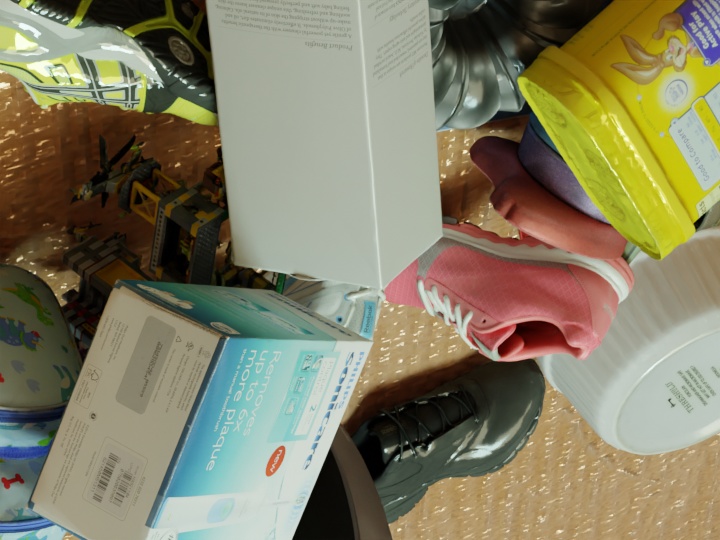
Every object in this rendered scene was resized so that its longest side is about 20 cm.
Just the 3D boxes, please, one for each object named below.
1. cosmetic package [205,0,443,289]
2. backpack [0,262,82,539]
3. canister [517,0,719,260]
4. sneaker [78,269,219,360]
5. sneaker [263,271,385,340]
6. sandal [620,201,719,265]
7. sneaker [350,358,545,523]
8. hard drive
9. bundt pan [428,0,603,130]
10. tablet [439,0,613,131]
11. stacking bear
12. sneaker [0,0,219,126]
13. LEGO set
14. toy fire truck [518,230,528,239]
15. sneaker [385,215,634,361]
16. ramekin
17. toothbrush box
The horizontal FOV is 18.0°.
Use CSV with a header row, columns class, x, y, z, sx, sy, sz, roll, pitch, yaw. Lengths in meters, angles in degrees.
class,x,y,z,sx,sy,sz,roll,pitch,yaw
cosmetic package,-0.021,-0.101,1.296,0.085,0.107,0.202,-41,134,-50
backpack,-0.255,0.091,1.377,0.182,0.201,0.147,7,133,-39
canister,0.212,-0.126,1.378,0.200,0.087,0.149,-41,125,-6
sneaker,-0.149,0.078,1.533,0.199,0.088,0.075,-28,146,-1
sneaker,0.000,0.000,1.543,0.075,0.087,0.200,6,132,-39
sandal,0.242,-0.064,1.540,0.057,0.080,0.201,44,107,-10
sneaker,0.053,0.128,1.749,0.199,0.076,0.091,-35,149,7
hard drive,-0.051,0.187,1.659,0.134,0.200,0.042,-31,122,5
bundt pan,0.066,-0.164,1.371,0.200,0.076,0.203,-19,139,-17
tablet,0.080,-0.142,1.481,0.198,0.014,0.131,-12,142,-24
stacking bear,0.173,-0.118,1.474,0.113,0.122,0.201,24,110,-19
sneaker,-0.150,-0.127,1.297,0.199,0.076,0.076,24,129,-38
LEGO set,-0.118,-0.026,1.436,0.154,0.116,0.201,-40,154,-34
toy fire truck,0.188,-0.080,1.604,0.140,0.049,0.201,-18,145,-16
sneaker,0.083,0.019,1.557,0.199,0.087,0.074,3,145,28
ramekin,0.246,0.058,1.783,0.201,0.095,0.203,-19,145,-14
toothbrush box,-0.091,0.090,1.363,0.200,0.085,0.147,7,107,-66
